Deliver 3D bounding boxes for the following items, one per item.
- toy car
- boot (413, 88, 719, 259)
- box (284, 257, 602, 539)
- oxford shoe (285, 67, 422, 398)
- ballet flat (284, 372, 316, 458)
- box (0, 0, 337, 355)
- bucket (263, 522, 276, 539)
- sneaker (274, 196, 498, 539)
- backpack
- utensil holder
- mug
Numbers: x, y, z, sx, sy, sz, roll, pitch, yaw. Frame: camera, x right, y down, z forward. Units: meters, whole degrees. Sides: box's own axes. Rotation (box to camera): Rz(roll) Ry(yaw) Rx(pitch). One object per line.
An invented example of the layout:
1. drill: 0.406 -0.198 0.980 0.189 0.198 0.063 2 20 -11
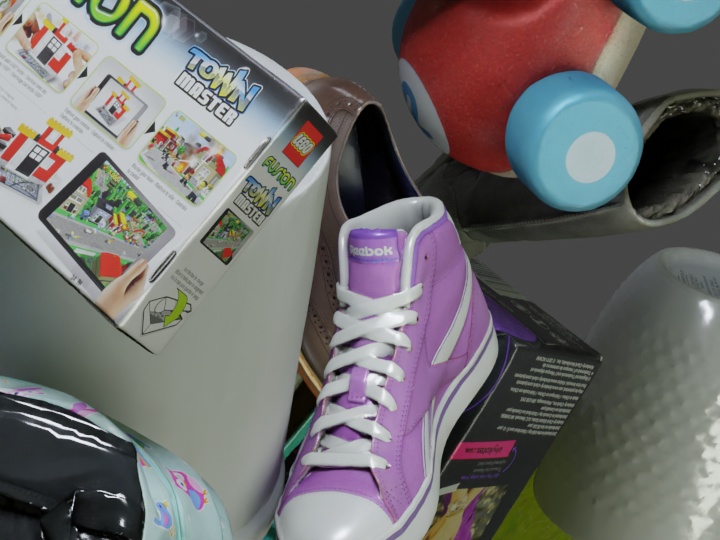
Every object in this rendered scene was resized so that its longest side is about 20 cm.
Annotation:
1. toy car: 0.037 -0.151 1.181 0.199 0.184 0.178 22 104 -28
2. boot: 0.115 -0.064 1.296 0.200 0.073 0.182 -25 -159 51
3. box: 0.021 0.094 1.418 0.106 0.122 0.201 12 113 -57
4. oxford shoe: 0.000 0.000 1.267 0.071 0.073 0.201 -32 119 -31
5. ballet flat: -0.034 0.049 1.341 0.201 0.067 0.070 -54 171 7
6. box: -0.114 -0.068 0.989 0.110 0.200 0.035 -49 149 -2
7. bucket: -0.077 0.221 1.310 0.135 0.206 0.208 -76 -177 -59
8. sneaker: 0.000 0.045 1.163 0.201 0.072 0.115 -65 148 -47
9. backpack: -0.151 0.107 1.006 0.126 0.199 0.168 23 74 -64
10. utensil holder: -0.102 0.015 1.126 0.169 0.170 0.201 -23 138 -39
11. mug: 0.209 0.074 1.651 0.200 0.147 0.177 -57 164 -68
